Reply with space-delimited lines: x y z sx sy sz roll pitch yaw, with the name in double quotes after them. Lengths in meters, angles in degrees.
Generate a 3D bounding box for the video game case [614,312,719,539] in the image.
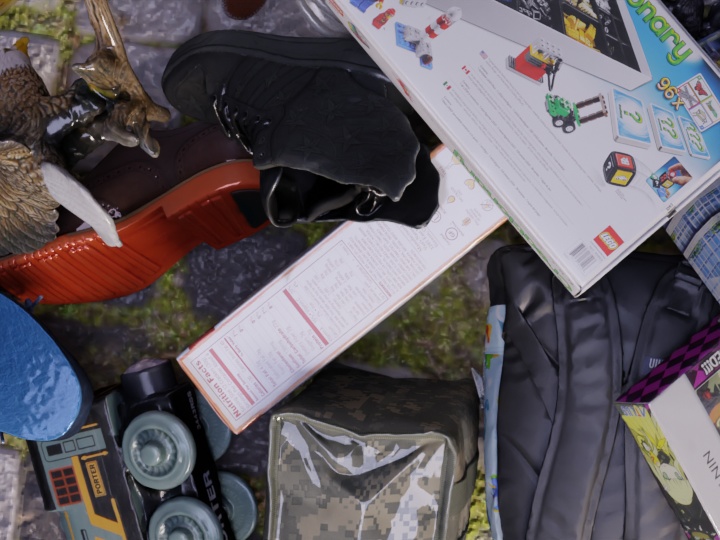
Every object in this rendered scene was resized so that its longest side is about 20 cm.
0.251 0.088 1.102 0.200 0.036 0.182 -36 106 -24 "video game case"

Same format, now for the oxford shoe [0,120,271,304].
-0.136 -0.037 1.200 0.199 0.071 0.073 -20 59 16 "oxford shoe"

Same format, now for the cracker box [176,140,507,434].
0.000 0.000 1.142 0.200 0.134 0.058 -38 92 10 "cracker box"

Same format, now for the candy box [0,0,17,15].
-0.204 -0.211 1.149 0.200 0.117 0.057 -36 66 9 "candy box"

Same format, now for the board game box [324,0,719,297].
0.092 -0.103 1.025 0.126 0.035 0.200 -39 85 -5 "board game box"

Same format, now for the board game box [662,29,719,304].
0.261 -0.055 1.068 0.199 0.062 0.200 -28 69 -17 "board game box"

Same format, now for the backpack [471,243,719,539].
0.141 0.099 1.141 0.162 0.154 0.201 3 74 1 "backpack"

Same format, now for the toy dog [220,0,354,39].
-0.086 -0.189 1.132 0.199 0.096 0.133 19 60 -26 "toy dog"

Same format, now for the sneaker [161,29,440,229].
-0.039 -0.071 1.088 0.199 0.060 0.105 3 56 32 "sneaker"

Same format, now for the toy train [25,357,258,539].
-0.122 0.154 1.205 0.113 0.085 0.201 -13 96 20 "toy train"

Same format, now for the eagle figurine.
-0.211 -0.078 1.140 0.199 0.151 0.153 -14 102 8 "eagle figurine"

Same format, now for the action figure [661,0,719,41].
0.175 -0.188 1.115 0.118 0.102 0.201 22 122 -13 "action figure"

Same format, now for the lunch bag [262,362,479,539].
0.005 0.167 1.143 0.117 0.164 0.201 7 97 9 "lunch bag"

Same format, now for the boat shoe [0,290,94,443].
-0.230 0.031 1.187 0.200 0.069 0.084 35 90 18 "boat shoe"
